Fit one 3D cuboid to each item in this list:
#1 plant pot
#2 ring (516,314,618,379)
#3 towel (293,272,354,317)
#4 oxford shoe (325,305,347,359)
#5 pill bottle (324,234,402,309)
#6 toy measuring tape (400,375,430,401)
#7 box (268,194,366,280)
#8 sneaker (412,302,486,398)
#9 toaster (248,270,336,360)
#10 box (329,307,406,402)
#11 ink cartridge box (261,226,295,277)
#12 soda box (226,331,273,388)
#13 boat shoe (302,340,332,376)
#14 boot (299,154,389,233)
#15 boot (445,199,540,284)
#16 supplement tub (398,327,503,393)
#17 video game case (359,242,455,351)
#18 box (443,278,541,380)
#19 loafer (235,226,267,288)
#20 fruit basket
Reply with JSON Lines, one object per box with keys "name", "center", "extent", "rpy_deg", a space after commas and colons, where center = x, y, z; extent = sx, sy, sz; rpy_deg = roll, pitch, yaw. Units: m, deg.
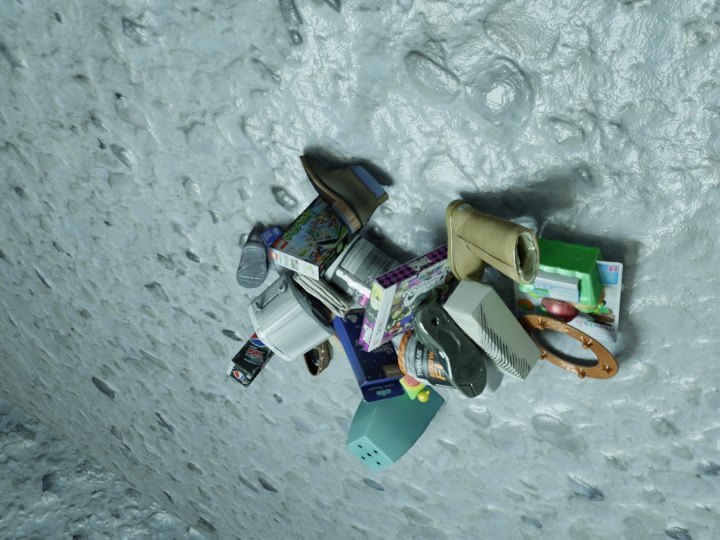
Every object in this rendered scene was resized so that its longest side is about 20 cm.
{"name": "plant pot", "center": [0.064, 0.343, 1.564], "extent": [0.141, 0.200, 0.141], "rpy_deg": [43, 139, -4]}
{"name": "ring", "center": [0.367, 0.144, 1.242], "extent": [0.199, 0.019, 0.201], "rpy_deg": [31, 162, 11]}
{"name": "towel", "center": [-0.069, 0.036, 1.414], "extent": [0.132, 0.200, 0.035], "rpy_deg": [40, 98, 3]}
{"name": "oxford shoe", "center": [-0.061, 0.131, 1.568], "extent": [0.073, 0.071, 0.202], "rpy_deg": [-4, 121, 47]}
{"name": "pill bottle", "center": [0.000, 0.000, 1.366], "extent": [0.199, 0.117, 0.117], "rpy_deg": [34, 139, 6]}
{"name": "toy measuring tape", "center": [0.100, 0.198, 1.524], "extent": [0.201, 0.073, 0.073], "rpy_deg": [58, 139, 5]}
{"name": "box", "center": [-0.074, -0.071, 1.291], "extent": [0.109, 0.200, 0.035], "rpy_deg": [21, 137, 19]}
{"name": "sneaker", "center": [0.163, 0.143, 1.285], "extent": [0.200, 0.076, 0.114], "rpy_deg": [54, 177, -8]}
{"name": "toaster", "center": [-0.142, 0.103, 1.434], "extent": [0.200, 0.128, 0.114], "rpy_deg": [49, -171, -49]}
{"name": "box", "center": [0.022, 0.171, 1.430], "extent": [0.032, 0.120, 0.202], "rpy_deg": [-43, 61, 39]}
{"name": "ink cartridge box", "center": [-0.155, 0.011, 1.510], "extent": [0.094, 0.044, 0.202], "rpy_deg": [-124, 11, -59]}
{"name": "soda box", "center": [-0.232, 0.179, 1.634], "extent": [0.063, 0.200, 0.071], "rpy_deg": [34, 139, 4]}
{"name": "boat shoe", "center": [-0.112, 0.167, 1.637], "extent": [0.070, 0.070, 0.202], "rpy_deg": [10, 131, 30]}
{"name": "boot", "center": [-0.033, -0.166, 1.290], "extent": [0.201, 0.096, 0.075], "rpy_deg": [52, 174, 25]}
{"name": "boot", "center": [0.221, -0.020, 1.151], "extent": [0.200, 0.066, 0.177], "rpy_deg": [38, 153, 56]}
{"name": "supplement tub", "center": [0.183, 0.175, 1.384], "extent": [0.198, 0.123, 0.124], "rpy_deg": [2, 128, 35]}
{"name": "video game case", "center": [0.095, 0.047, 1.280], "extent": [0.036, 0.198, 0.183], "rpy_deg": [47, 145, 28]}
{"name": "box", "center": [0.240, 0.108, 1.233], "extent": [0.200, 0.069, 0.082], "rpy_deg": [47, 164, -30]}
{"name": "loafer", "center": [-0.244, -0.026, 1.579], "extent": [0.071, 0.064, 0.201], "rpy_deg": [10, 150, -10]}
{"name": "fruit basket", "center": [0.346, 0.046, 1.171], "extent": [0.183, 0.094, 0.202], "rpy_deg": [13, 136, 27]}
